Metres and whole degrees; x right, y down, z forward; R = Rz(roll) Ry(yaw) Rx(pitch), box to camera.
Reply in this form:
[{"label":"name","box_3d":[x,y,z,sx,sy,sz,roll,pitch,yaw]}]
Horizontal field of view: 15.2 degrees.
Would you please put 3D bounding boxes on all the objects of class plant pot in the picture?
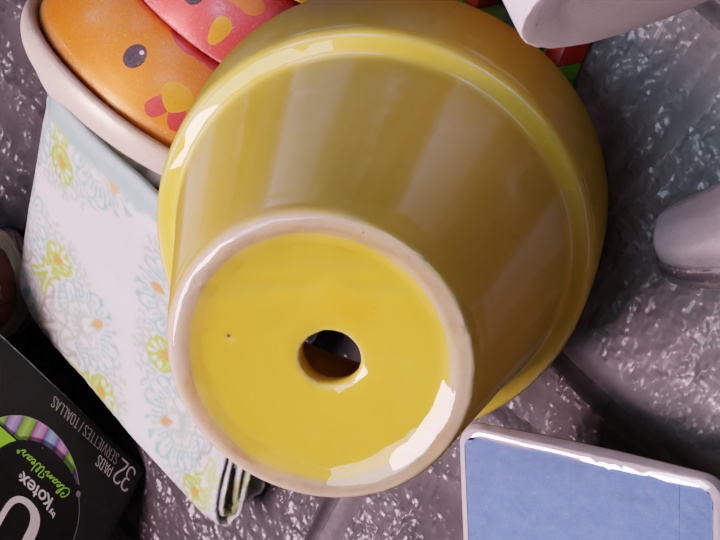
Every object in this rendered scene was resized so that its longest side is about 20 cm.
[{"label":"plant pot","box_3d":[0.000,0.000,1.165,0.200,0.189,0.201,4,115,9]}]

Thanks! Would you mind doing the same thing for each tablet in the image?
[{"label":"tablet","box_3d":[0.107,0.168,1.238,0.130,0.014,0.201,11,119,27]}]

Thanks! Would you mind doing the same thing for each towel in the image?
[{"label":"towel","box_3d":[-0.106,0.014,1.386,0.200,0.048,0.171,47,141,24]}]

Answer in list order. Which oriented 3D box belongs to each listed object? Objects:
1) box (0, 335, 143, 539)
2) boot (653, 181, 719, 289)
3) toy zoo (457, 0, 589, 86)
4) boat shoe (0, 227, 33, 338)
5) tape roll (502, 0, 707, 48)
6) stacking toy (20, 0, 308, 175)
[{"label":"box","box_3d":[-0.243,0.109,1.430,0.124,0.149,0.200,-5,140,42]},{"label":"boot","box_3d":[0.182,-0.076,1.084,0.200,0.070,0.132,-21,113,33]},{"label":"toy zoo","box_3d":[0.068,-0.171,1.227,0.131,0.020,0.200,39,124,30]},{"label":"boat shoe","box_3d":[-0.263,0.037,1.542,0.200,0.072,0.076,-40,73,40]},{"label":"tape roll","box_3d":[0.137,-0.164,1.043,0.202,0.202,0.071,-34,76,42]},{"label":"stacking toy","box_3d":[-0.057,-0.150,1.293,0.146,0.146,0.200,46,111,25]}]
